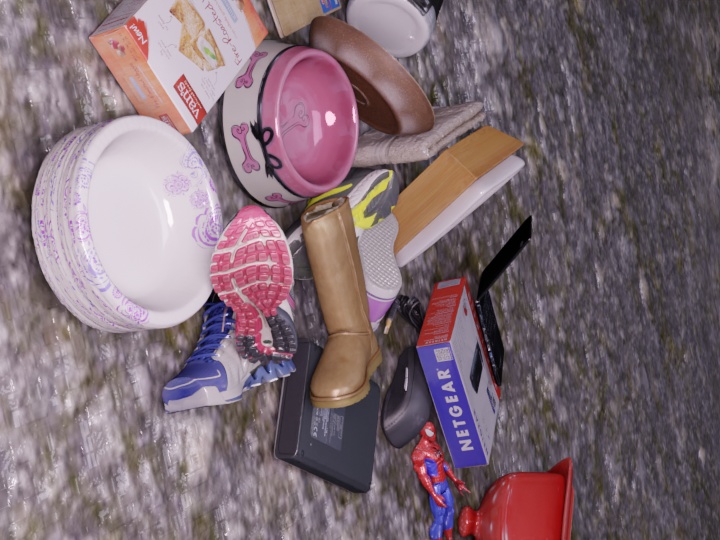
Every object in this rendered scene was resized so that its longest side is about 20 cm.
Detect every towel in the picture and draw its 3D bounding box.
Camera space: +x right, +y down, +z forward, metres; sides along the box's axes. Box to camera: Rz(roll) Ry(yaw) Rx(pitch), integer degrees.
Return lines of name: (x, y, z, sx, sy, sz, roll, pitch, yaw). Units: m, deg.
towel: (0.074, -0.185, 1.594, 0.200, 0.132, 0.035, -40, 120, -52)

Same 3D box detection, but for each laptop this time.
laptop: (0.226, 0.041, 1.748, 0.177, 0.103, 0.201, -56, 131, -74)

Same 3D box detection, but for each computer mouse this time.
computer mouse: (0.068, 0.129, 1.594, 0.141, 0.046, 0.201, 58, 40, -35)

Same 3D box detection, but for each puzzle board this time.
puzzle board: (-0.096, -0.407, 1.492, 0.151, 0.017, 0.201, -42, 119, -52)

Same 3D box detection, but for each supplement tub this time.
supplement tub: (0.061, -0.400, 1.627, 0.123, 0.122, 0.201, 50, 45, -38)

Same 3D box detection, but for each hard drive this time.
hard drive: (-0.034, 0.178, 1.421, 0.200, 0.033, 0.140, 39, 52, -56)

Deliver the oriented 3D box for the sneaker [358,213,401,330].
sneaker: (-0.001, 0.000, 1.516, 0.072, 0.115, 0.201, 14, 38, -11)

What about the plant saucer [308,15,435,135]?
plant saucer: (0.004, -0.230, 1.475, 0.037, 0.200, 0.201, -49, 129, -11)

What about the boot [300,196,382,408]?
boot: (-0.034, 0.035, 1.340, 0.175, 0.066, 0.201, -58, 139, -69)

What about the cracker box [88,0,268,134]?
cracker box: (-0.190, -0.254, 1.282, 0.134, 0.057, 0.200, 59, 41, -31)

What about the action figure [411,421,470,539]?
action figure: (0.110, 0.303, 1.626, 0.065, 0.051, 0.201, -23, 100, -51)

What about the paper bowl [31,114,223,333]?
paper bowl: (-0.230, -0.041, 1.136, 0.200, 0.104, 0.202, 17, 70, -53)

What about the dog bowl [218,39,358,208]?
dog bowl: (-0.076, -0.174, 1.402, 0.200, 0.073, 0.202, -2, 92, -56)

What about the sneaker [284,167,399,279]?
sneaker: (-0.040, -0.059, 1.457, 0.200, 0.084, 0.075, -38, 127, -28)

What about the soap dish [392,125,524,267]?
soap dish: (0.114, -0.103, 1.594, 0.081, 0.200, 0.157, 50, 38, 3)

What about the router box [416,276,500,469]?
router box: (0.139, 0.140, 1.646, 0.180, 0.049, 0.201, -68, 143, -60)

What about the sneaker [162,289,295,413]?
sneaker: (-0.149, 0.077, 1.268, 0.199, 0.080, 0.116, -22, 98, -62)

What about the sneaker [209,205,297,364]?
sneaker: (-0.105, 0.009, 1.180, 0.201, 0.080, 0.075, 90, -3, -49)

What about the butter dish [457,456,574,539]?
butter dish: (0.210, 0.368, 1.685, 0.200, 0.147, 0.200, 109, -7, -64)
